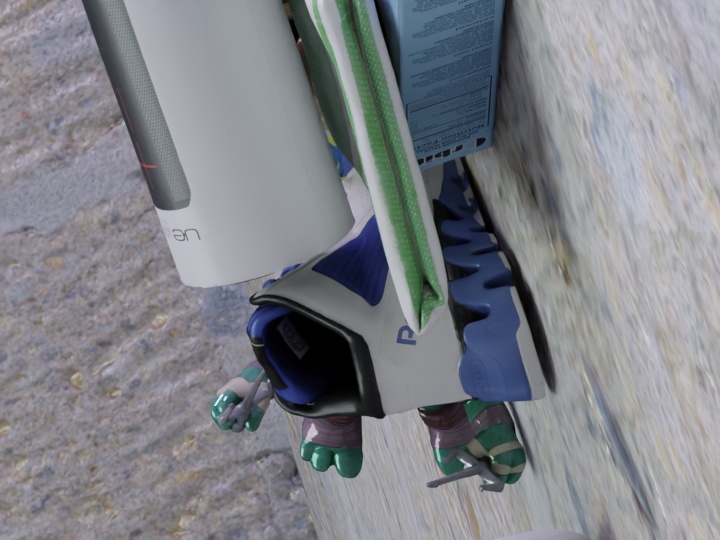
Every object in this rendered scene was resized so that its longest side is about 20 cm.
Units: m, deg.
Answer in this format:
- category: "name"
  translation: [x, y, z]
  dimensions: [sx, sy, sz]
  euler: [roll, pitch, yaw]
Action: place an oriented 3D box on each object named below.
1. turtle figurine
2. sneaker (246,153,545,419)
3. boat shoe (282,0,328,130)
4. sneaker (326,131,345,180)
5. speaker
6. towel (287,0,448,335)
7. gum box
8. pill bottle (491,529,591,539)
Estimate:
- category: "turtle figurine"
  translation: [0.013, 0.057, 1.424]
  dimensions: [0.200, 0.149, 0.101]
  euler: [75, -148, -76]
- category: "sneaker"
  translation: [0.000, 0.000, 1.308]
  dimensions: [0.200, 0.115, 0.081]
  euler: [-114, 9, -55]
- category: "boat shoe"
  translation: [-0.023, -0.105, 1.357]
  dimensions: [0.200, 0.064, 0.071]
  euler: [-154, 85, -74]
- category: "sneaker"
  translation: [-0.021, -0.068, 1.638]
  dimensions: [0.105, 0.076, 0.200]
  euler: [61, -178, 0]
- category: "speaker"
  translation: [-0.068, -0.096, 1.221]
  dimensions: [0.081, 0.081, 0.200]
  euler: [-124, 15, -73]
- category: "towel"
  translation: [-0.007, -0.077, 1.151]
  dimensions: [0.200, 0.023, 0.153]
  euler: [-116, 8, -64]
- category: "gum box"
  translation: [0.007, -0.149, 1.119]
  dimensions: [0.200, 0.044, 0.170]
  euler: [89, 162, -72]
- category: "pill bottle"
  translation: [0.077, 0.219, 1.226]
  dimensions: [0.114, 0.114, 0.200]
  euler: [86, 166, -69]
